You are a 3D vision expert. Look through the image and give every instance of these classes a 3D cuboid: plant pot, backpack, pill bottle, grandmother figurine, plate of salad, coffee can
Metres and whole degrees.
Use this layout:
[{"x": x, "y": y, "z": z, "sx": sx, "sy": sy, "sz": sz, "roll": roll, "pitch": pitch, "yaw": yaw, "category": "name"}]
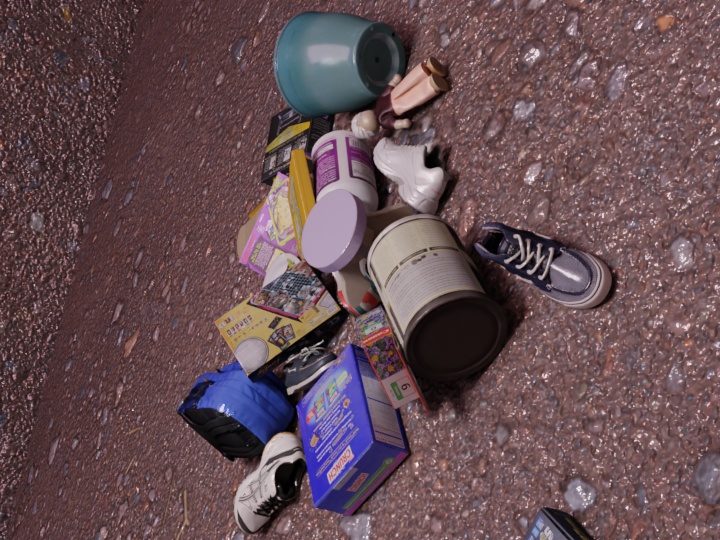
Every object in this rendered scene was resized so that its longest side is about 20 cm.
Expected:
[{"x": -0.027, "y": -0.386, "z": 1.814, "sx": 0.187, "sy": 0.199, "sz": 0.201, "roll": 8, "pitch": 80, "yaw": 46, "category": "plant pot"}, {"x": -0.218, "y": 0.245, "z": 1.785, "sx": 0.200, "sy": 0.162, "sz": 0.168, "roll": -13, "pitch": 42, "yaw": 59, "category": "backpack"}, {"x": -0.027, "y": -0.145, "z": 1.735, "sx": 0.112, "sy": 0.112, "sz": 0.201, "roll": -47, "pitch": 35, "yaw": 36, "category": "pill bottle"}, {"x": 0.062, "y": -0.294, "z": 1.707, "sx": 0.200, "sy": 0.060, "sz": 0.122, "roll": -32, "pitch": 37, "yaw": 34, "category": "grandmother figurine"}, {"x": -0.152, "y": 0.067, "z": 1.857, "sx": 0.200, "sy": 0.048, "sz": 0.202, "roll": -8, "pitch": 80, "yaw": 57, "category": "plate of salad"}, {"x": 0.104, "y": 0.034, "z": 1.376, "sx": 0.147, "sy": 0.146, "sz": 0.200, "roll": -56, "pitch": 32, "yaw": 24, "category": "coffee can"}]

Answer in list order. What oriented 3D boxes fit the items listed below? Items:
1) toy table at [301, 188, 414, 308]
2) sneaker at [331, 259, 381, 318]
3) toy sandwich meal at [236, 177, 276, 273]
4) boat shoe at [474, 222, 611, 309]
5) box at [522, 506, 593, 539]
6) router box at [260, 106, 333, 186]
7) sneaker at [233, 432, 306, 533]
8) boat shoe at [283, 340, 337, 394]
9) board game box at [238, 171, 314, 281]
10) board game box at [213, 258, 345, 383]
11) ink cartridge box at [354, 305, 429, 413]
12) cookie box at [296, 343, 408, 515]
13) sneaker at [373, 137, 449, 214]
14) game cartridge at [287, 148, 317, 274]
[{"x": -0.007, "y": -0.041, "z": 1.533, "sx": 0.184, "sy": 0.117, "sz": 0.200, "roll": -54, "pitch": 27, "yaw": 16, "category": "toy table"}, {"x": 0.000, "y": 0.000, "z": 1.673, "sx": 0.093, "sy": 0.070, "sz": 0.200, "roll": -38, "pitch": 34, "yaw": 12, "category": "sneaker"}, {"x": -0.184, "y": -0.097, "z": 2.019, "sx": 0.205, "sy": 0.070, "sz": 0.206, "roll": -37, "pitch": 44, "yaw": 45, "category": "toy sandwich meal"}, {"x": 0.225, "y": -0.009, "z": 1.250, "sx": 0.200, "sy": 0.092, "sz": 0.075, "roll": 26, "pitch": 96, "yaw": 61, "category": "boat shoe"}, {"x": 0.211, "y": 0.391, "z": 1.082, "sx": 0.201, "sy": 0.051, "sz": 0.158, "roll": -64, "pitch": 31, "yaw": 12, "category": "box"}, {"x": -0.132, "y": -0.274, "z": 2.053, "sx": 0.200, "sy": 0.052, "sz": 0.158, "roll": -17, "pitch": 59, "yaw": 55, "category": "router box"}, {"x": -0.156, "y": 0.381, "z": 1.688, "sx": 0.201, "sy": 0.075, "sz": 0.088, "roll": -65, "pitch": 32, "yaw": 13, "category": "sneaker"}, {"x": -0.087, "y": 0.164, "z": 1.669, "sx": 0.062, "sy": 0.074, "sz": 0.200, "roll": 67, "pitch": 159, "yaw": 9, "category": "boat shoe"}, {"x": -0.152, "y": -0.080, "z": 1.934, "sx": 0.120, "sy": 0.032, "sz": 0.201, "roll": 29, "pitch": 100, "yaw": 18, "category": "board game box"}, {"x": -0.144, "y": 0.087, "z": 1.729, "sx": 0.199, "sy": 0.035, "sz": 0.136, "roll": -34, "pitch": 58, "yaw": -5, "category": "board game box"}, {"x": 0.042, "y": 0.134, "z": 1.402, "sx": 0.050, "sy": 0.109, "sz": 0.200, "roll": -26, "pitch": 15, "yaw": 2, "category": "ink cartridge box"}, {"x": -0.017, "y": 0.248, "z": 1.528, "sx": 0.171, "sy": 0.075, "sz": 0.201, "roll": -51, "pitch": 34, "yaw": 30, "category": "cookie box"}, {"x": 0.093, "y": -0.175, "z": 1.606, "sx": 0.100, "sy": 0.078, "sz": 0.200, "roll": -53, "pitch": 42, "yaw": 16, "category": "sneaker"}, {"x": -0.104, "y": -0.102, "z": 1.788, "sx": 0.200, "sy": 0.032, "sz": 0.177, "roll": 103, "pitch": 156, "yaw": -71, "category": "game cartridge"}]
